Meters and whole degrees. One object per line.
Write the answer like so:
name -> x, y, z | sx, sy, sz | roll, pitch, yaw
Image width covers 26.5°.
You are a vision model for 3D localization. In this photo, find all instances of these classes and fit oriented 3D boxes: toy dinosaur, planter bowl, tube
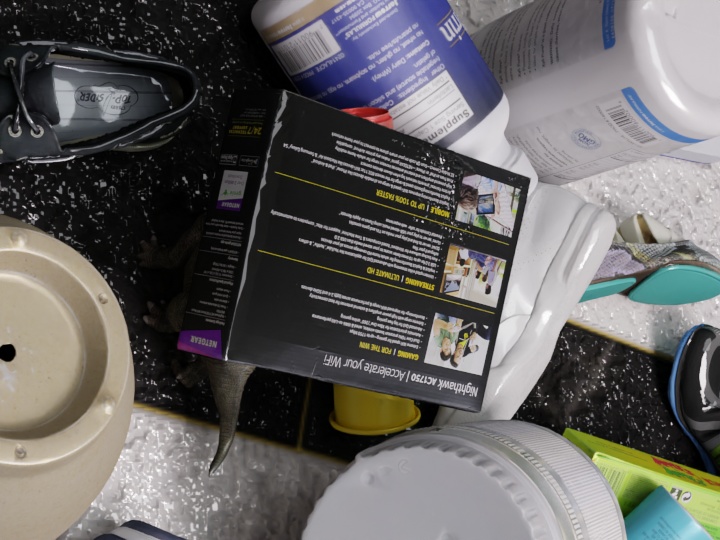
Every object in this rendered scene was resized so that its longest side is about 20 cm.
toy dinosaur -> -0.082, 0.016, 0.904 | 0.077, 0.102, 0.201 | 23, 67, -30
planter bowl -> -0.196, 0.053, 0.778 | 0.199, 0.135, 0.201 | 13, 67, -31
tube -> 0.147, 0.230, 1.016 | 0.200, 0.050, 0.077 | -44, 108, 2

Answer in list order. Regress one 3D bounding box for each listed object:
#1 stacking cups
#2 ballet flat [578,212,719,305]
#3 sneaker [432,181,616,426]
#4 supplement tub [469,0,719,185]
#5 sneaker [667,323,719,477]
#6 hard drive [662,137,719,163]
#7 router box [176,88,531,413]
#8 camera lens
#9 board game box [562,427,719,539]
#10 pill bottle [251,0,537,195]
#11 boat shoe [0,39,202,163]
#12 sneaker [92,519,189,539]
stacking cups -> 0.000, 0.000, 0.958 | 0.060, 0.060, 0.201 | -17, 108, -37
ballet flat -> 0.199, -0.011, 1.139 | 0.200, 0.072, 0.072 | -1, 81, -38
sneaker -> 0.090, 0.031, 1.046 | 0.201, 0.088, 0.075 | -59, 161, -3
supplement tub -> 0.166, -0.135, 1.054 | 0.131, 0.200, 0.133 | 7, 77, -35
sneaker -> 0.296, 0.133, 1.168 | 0.071, 0.083, 0.201 | -20, 93, -37
hard drive -> 0.236, -0.193, 1.225 | 0.131, 0.025, 0.201 | 6, 77, -35
router box -> 0.002, -0.007, 0.882 | 0.199, 0.051, 0.150 | 16, 85, -39
camera lens -> 0.066, 0.171, 0.908 | 0.200, 0.159, 0.161 | 9, 73, -69
board game box -> 0.215, 0.190, 1.077 | 0.199, 0.048, 0.102 | 19, 100, -23
pill bottle -> 0.026, -0.117, 1.002 | 0.116, 0.115, 0.200 | -43, 107, -34
boat shoe -> -0.179, -0.098, 0.878 | 0.199, 0.066, 0.075 | 2, 80, -36
sneaker -> -0.103, 0.225, 0.835 | 0.108, 0.070, 0.200 | -25, 68, -40
